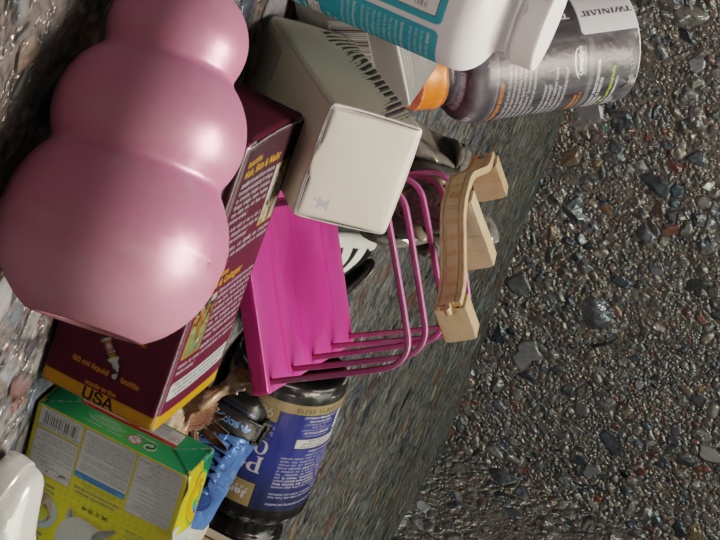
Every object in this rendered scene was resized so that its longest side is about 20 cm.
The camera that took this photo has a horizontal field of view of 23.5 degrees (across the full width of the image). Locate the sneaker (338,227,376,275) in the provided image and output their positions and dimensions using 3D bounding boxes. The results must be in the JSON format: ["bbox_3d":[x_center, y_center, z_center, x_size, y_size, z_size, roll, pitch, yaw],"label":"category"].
[{"bbox_3d":[-0.054,0.005,1.578,0.113,0.073,0.200,-65,163,14],"label":"sneaker"}]

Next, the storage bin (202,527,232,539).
[{"bbox_3d":[-0.135,0.343,1.531,0.094,0.199,0.200,-50,162,-52],"label":"storage bin"}]

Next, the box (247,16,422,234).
[{"bbox_3d":[-0.025,-0.103,1.186,0.200,0.068,0.083,-118,-134,-60],"label":"box"}]

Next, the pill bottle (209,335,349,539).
[{"bbox_3d":[-0.089,0.165,1.617,0.112,0.111,0.202,-46,157,-63],"label":"pill bottle"}]

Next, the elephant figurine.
[{"bbox_3d":[0.039,-0.066,1.496,0.156,0.198,0.142,-57,167,-40],"label":"elephant figurine"}]

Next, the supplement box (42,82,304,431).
[{"bbox_3d":[-0.118,-0.016,1.102,0.110,0.085,0.202,-42,154,-68],"label":"supplement box"}]

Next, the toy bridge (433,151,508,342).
[{"bbox_3d":[0.081,-0.031,1.314,0.201,0.027,0.068,-73,148,-51],"label":"toy bridge"}]

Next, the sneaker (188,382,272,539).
[{"bbox_3d":[-0.131,0.153,1.456,0.112,0.076,0.200,-62,176,12],"label":"sneaker"}]

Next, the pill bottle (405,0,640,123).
[{"bbox_3d":[0.126,-0.182,1.451,0.198,0.107,0.107,-10,141,-21],"label":"pill bottle"}]

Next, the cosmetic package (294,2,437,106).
[{"bbox_3d":[0.032,-0.225,1.345,0.201,0.089,0.108,-58,144,-46],"label":"cosmetic package"}]

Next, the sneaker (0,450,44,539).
[{"bbox_3d":[-0.212,0.224,1.091,0.074,0.115,0.202,-17,129,-75],"label":"sneaker"}]

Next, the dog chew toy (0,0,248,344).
[{"bbox_3d":[-0.117,-0.066,0.921,0.125,0.123,0.202,53,53,-79],"label":"dog chew toy"}]

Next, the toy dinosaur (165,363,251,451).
[{"bbox_3d":[-0.155,0.129,1.286,0.200,0.085,0.136,-53,172,-33],"label":"toy dinosaur"}]

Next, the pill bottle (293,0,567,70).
[{"bbox_3d":[0.040,-0.205,1.166,0.111,0.199,0.111,-62,170,-19],"label":"pill bottle"}]

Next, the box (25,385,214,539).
[{"bbox_3d":[-0.179,0.184,1.165,0.048,0.116,0.201,-45,157,-62],"label":"box"}]

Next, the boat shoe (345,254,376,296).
[{"bbox_3d":[-0.040,0.021,1.703,0.200,0.057,0.067,-53,164,-55],"label":"boat shoe"}]

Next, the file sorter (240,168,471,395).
[{"bbox_3d":[0.000,0.000,1.302,0.200,0.124,0.141,-25,107,-70],"label":"file sorter"}]
